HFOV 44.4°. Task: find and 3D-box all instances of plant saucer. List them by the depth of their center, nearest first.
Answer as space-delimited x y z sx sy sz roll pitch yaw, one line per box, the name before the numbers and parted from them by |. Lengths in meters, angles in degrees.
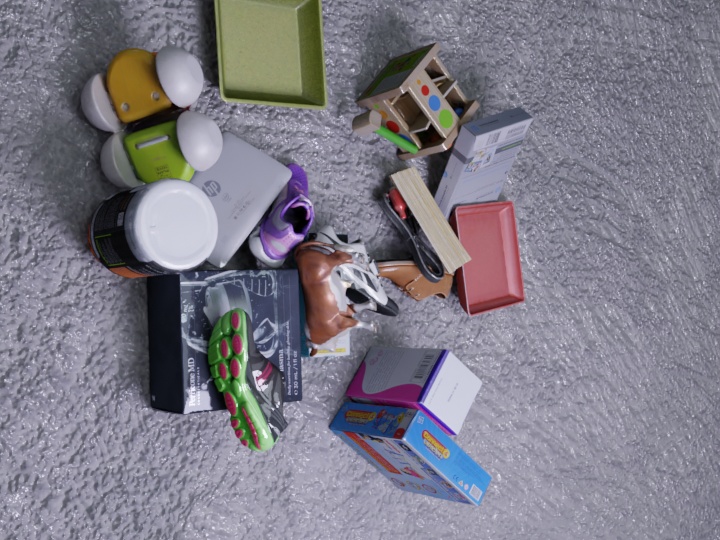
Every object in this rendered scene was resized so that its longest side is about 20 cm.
plant saucer | -0.151 -0.357 1.403 0.199 0.048 0.201 -3 89 -37
plant saucer | 0.235 -0.025 1.663 0.199 0.037 0.201 -10 93 -48

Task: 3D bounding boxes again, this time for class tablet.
tablet | -0.207 -0.110 1.327 0.130 0.014 0.200 31 64 5

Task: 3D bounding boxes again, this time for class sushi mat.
sushi mat | 0.123 -0.091 1.535 0.201 0.012 0.096 59 35 0

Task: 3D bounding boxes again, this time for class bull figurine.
bull figurine | -0.040 0.047 1.340 0.065 0.121 0.201 -80 161 -60

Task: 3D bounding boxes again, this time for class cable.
cable | 0.091 -0.074 1.518 0.097 0.050 0.201 13 45 -41

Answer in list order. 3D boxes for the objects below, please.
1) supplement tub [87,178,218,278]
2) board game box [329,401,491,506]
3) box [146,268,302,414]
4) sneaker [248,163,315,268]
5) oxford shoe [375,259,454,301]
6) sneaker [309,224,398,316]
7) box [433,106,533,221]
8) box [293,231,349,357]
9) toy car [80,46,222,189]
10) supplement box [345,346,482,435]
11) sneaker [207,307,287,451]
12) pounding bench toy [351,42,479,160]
supplement tub | -0.287 -0.053 1.187 0.122 0.200 0.123 2 87 -37
board game box | 0.080 0.299 1.445 0.200 0.195 0.056 45 62 -26
box | -0.199 0.099 1.295 0.196 0.124 0.201 -1 88 -35
sneaker | -0.106 -0.097 1.370 0.080 0.088 0.201 36 42 -25
oxford shoe | 0.090 0.016 1.551 0.199 0.071 0.072 9 87 -37
sneaker | 0.000 0.000 1.416 0.200 0.074 0.089 39 68 -29
box | 0.217 -0.189 1.596 0.155 0.041 0.201 -23 145 -36
box | -0.064 0.040 1.443 0.082 0.049 0.201 1 86 -37
toy car | -0.280 -0.214 1.249 0.150 0.174 0.201 -41 116 -71
supplement box | 0.085 0.195 1.453 0.103 0.200 0.101 43 64 -28
sneaker | -0.151 0.147 1.217 0.084 0.076 0.201 -25 107 -52
pounding bench toy | 0.086 -0.260 1.528 0.156 0.124 0.200 50 61 -24
